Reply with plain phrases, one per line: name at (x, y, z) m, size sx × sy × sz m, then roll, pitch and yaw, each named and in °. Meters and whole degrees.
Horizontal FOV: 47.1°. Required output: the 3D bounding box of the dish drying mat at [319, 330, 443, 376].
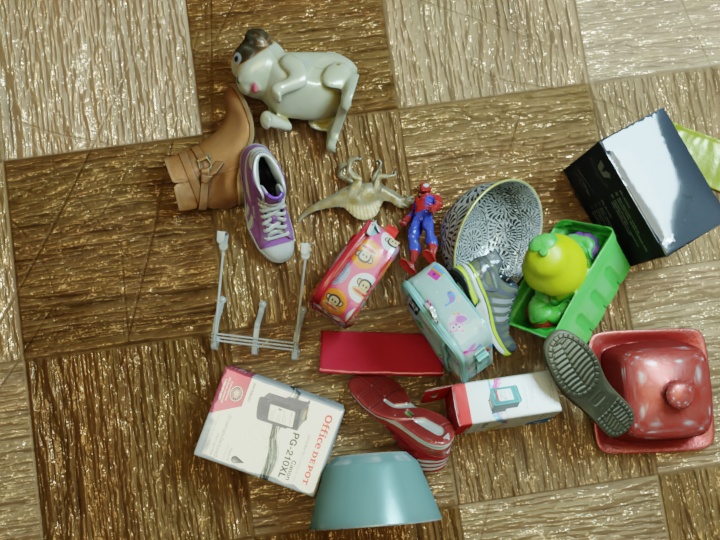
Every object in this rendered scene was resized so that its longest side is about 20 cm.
dish drying mat at (0.034, 0.136, 1.342) m, size 0.200 × 0.018 × 0.077 m, roll 2°, pitch 59°, yaw 0°

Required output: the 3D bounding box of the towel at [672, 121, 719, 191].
towel at (0.608, -0.180, 1.401) m, size 0.200 × 0.018 × 0.086 m, roll 22°, pitch 83°, yaw 1°

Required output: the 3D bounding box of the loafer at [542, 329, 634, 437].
loafer at (0.333, 0.169, 1.248) m, size 0.076 × 0.067 × 0.200 m, roll -38°, pitch 104°, yaw -5°

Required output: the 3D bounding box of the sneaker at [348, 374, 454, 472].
sneaker at (0.056, 0.253, 1.313) m, size 0.078 × 0.116 × 0.200 m, roll -29°, pitch 47°, yaw -34°

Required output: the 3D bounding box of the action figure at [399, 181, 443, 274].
action figure at (0.098, -0.079, 1.313) m, size 0.065 × 0.200 × 0.052 m, roll -26°, pitch 120°, yaw 27°

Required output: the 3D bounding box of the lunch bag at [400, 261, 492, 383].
lunch bag at (0.135, 0.085, 1.247) m, size 0.077 × 0.200 × 0.160 m, roll -32°, pitch 67°, yaw -2°

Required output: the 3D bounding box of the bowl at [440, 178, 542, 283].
bowl at (0.191, -0.060, 1.323) m, size 0.201 × 0.094 × 0.201 m, roll -17°, pitch 119°, yaw -34°

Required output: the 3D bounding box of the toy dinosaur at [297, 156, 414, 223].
toy dinosaur at (-0.009, -0.132, 1.359) m, size 0.200 × 0.058 × 0.101 m, roll -6°, pitch 86°, yaw -2°

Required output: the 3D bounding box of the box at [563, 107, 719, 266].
box at (0.440, -0.121, 1.299) m, size 0.117 × 0.200 × 0.197 m, roll -29°, pitch 86°, yaw -4°

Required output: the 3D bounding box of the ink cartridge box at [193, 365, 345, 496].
ink cartridge box at (-0.139, 0.251, 1.302) m, size 0.200 × 0.084 × 0.145 m, roll 19°, pitch 85°, yaw 1°

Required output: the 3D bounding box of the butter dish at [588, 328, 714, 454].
butter dish at (0.475, 0.191, 1.294) m, size 0.199 × 0.148 × 0.200 m, roll -2°, pitch 85°, yaw -1°

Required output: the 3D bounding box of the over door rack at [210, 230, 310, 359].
over door rack at (-0.159, 0.037, 1.325) m, size 0.148 × 0.067 × 0.200 m, roll 7°, pitch 105°, yaw 0°

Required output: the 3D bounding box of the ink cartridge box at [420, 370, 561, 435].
ink cartridge box at (0.200, 0.212, 1.295) m, size 0.200 × 0.116 × 0.067 m, roll -8°, pitch 71°, yaw -2°

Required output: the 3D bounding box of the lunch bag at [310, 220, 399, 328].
lunch bag at (0.000, 0.000, 1.275) m, size 0.082 × 0.200 × 0.176 m, roll 36°, pitch 82°, yaw 1°

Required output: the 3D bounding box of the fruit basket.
fruit basket at (0.303, 0.005, 1.286) m, size 0.215 × 0.155 × 0.216 m, roll -5°, pitch 102°, yaw -25°

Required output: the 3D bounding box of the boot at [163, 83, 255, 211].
boot at (-0.244, -0.197, 1.347) m, size 0.155 × 0.074 × 0.200 m, roll -12°, pitch 88°, yaw -8°

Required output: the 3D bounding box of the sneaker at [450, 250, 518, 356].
sneaker at (0.210, 0.054, 1.263) m, size 0.081 × 0.074 × 0.200 m, roll -32°, pitch 129°, yaw -2°

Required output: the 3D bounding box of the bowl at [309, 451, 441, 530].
bowl at (0.019, 0.331, 1.248) m, size 0.201 × 0.201 × 0.105 m, roll -3°, pitch 76°, yaw -2°

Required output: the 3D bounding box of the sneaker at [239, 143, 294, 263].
sneaker at (-0.144, -0.095, 1.298) m, size 0.073 × 0.114 × 0.201 m, roll -20°, pitch 111°, yaw -13°

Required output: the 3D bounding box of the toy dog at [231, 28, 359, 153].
toy dog at (-0.109, -0.313, 1.328) m, size 0.200 × 0.140 × 0.194 m, roll 17°, pitch 62°, yaw -8°
